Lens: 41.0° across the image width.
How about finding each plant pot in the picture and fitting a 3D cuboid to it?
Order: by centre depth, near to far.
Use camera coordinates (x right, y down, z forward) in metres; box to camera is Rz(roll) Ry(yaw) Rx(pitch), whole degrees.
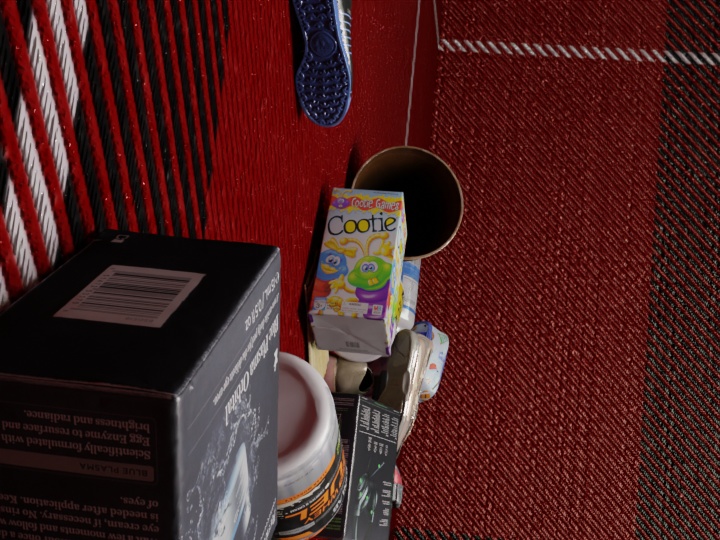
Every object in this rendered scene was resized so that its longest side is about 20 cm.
[{"bbox_3d":[0.059,-0.091,1.639,0.200,0.185,0.188,131,-34,-76],"label":"plant pot"}]

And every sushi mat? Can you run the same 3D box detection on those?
[{"bbox_3d":[-0.061,0.078,1.340,0.096,0.012,0.201,-74,166,-55],"label":"sushi mat"}]

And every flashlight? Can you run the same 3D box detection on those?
[{"bbox_3d":[0.040,0.263,1.495,0.068,0.068,0.201,-35,-138,54],"label":"flashlight"}]

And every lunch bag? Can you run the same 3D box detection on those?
[{"bbox_3d":[0.074,0.178,1.843,0.075,0.199,0.161,32,59,-32],"label":"lunch bag"}]

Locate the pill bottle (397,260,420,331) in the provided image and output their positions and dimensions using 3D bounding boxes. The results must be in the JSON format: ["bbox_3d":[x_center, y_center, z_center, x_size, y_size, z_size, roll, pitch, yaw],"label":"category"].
[{"bbox_3d":[0.050,0.054,1.805,0.112,0.111,0.201,76,21,-68],"label":"pill bottle"}]

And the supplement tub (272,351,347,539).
[{"bbox_3d":[-0.075,0.169,0.871,0.200,0.122,0.123,83,14,-57],"label":"supplement tub"}]

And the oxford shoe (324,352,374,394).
[{"bbox_3d":[-0.015,0.187,1.525,0.200,0.073,0.071,78,16,-69],"label":"oxford shoe"}]

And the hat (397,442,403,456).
[{"bbox_3d":[0.001,0.269,1.623,0.201,0.081,0.201,-46,-157,26],"label":"hat"}]

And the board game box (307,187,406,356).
[{"bbox_3d":[0.000,0.000,1.310,0.103,0.104,0.201,81,16,-57],"label":"board game box"}]

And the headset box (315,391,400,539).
[{"bbox_3d":[-0.022,0.277,1.314,0.174,0.092,0.202,34,59,-64],"label":"headset box"}]

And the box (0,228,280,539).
[{"bbox_3d":[-0.119,0.104,0.522,0.197,0.116,0.202,-67,161,-68],"label":"box"}]

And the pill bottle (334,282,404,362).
[{"bbox_3d":[0.011,0.051,1.502,0.200,0.110,0.112,-69,162,-66],"label":"pill bottle"}]

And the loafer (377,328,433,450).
[{"bbox_3d":[0.067,0.191,1.442,0.072,0.063,0.202,5,-100,54],"label":"loafer"}]

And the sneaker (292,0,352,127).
[{"bbox_3d":[-0.036,-0.266,1.096,0.078,0.070,0.201,-66,160,-49],"label":"sneaker"}]
